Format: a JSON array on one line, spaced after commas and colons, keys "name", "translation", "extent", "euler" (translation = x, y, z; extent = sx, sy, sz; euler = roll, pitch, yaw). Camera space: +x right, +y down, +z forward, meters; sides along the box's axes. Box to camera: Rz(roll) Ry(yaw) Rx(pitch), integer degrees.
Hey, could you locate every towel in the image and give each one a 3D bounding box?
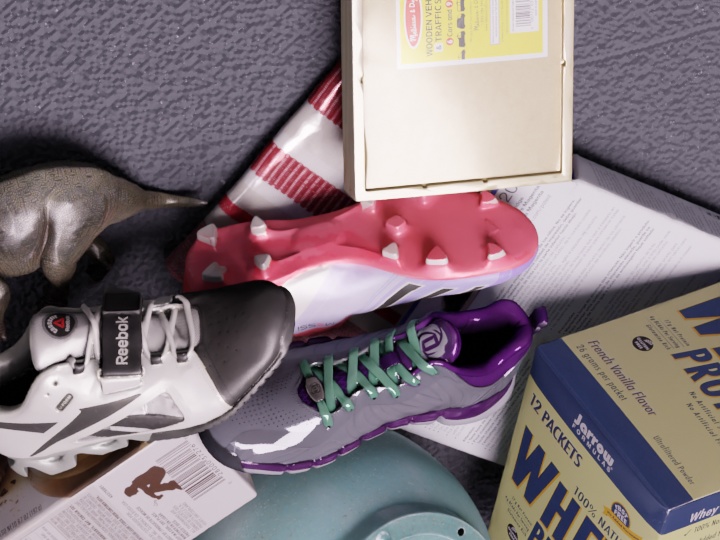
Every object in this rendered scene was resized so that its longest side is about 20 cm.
[{"name": "towel", "translation": [0.003, -0.040, 1.538], "extent": [0.144, 0.023, 0.200], "euler": [33, 107, -29]}]

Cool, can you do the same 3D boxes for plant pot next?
[{"name": "plant pot", "translation": [0.001, 0.186, 1.552], "extent": [0.200, 0.134, 0.201], "euler": [-3, 96, -30]}]

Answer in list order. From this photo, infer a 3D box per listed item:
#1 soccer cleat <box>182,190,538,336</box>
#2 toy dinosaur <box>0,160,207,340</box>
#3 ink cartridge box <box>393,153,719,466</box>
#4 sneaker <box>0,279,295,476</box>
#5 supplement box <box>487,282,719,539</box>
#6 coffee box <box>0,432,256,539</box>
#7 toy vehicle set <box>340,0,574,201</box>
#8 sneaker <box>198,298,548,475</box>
[{"name": "soccer cleat", "translation": [0.000, 0.000, 1.507], "extent": [0.199, 0.067, 0.077], "euler": [-7, 144, -1]}, {"name": "toy dinosaur", "translation": [-0.179, -0.023, 1.464], "extent": [0.199, 0.077, 0.102], "euler": [-4, 137, -9]}, {"name": "ink cartridge box", "translation": [0.113, 0.028, 1.599], "extent": [0.200, 0.043, 0.197], "euler": [22, 117, -28]}, {"name": "sneaker", "translation": [-0.132, 0.049, 1.446], "extent": [0.200, 0.074, 0.089], "euler": [-24, 139, 19]}, {"name": "supplement box", "translation": [0.199, 0.128, 1.580], "extent": [0.200, 0.134, 0.200], "euler": [-18, 141, -27]}, {"name": "coffee box", "translation": [-0.171, 0.128, 1.542], "extent": [0.200, 0.113, 0.080], "euler": [-34, 128, 9]}, {"name": "toy vehicle set", "translation": [0.053, -0.141, 1.449], "extent": [0.124, 0.027, 0.201], "euler": [-5, 109, -12]}, {"name": "sneaker", "translation": [0.006, 0.052, 1.488], "extent": [0.200, 0.075, 0.088], "euler": [-14, 156, -28]}]
